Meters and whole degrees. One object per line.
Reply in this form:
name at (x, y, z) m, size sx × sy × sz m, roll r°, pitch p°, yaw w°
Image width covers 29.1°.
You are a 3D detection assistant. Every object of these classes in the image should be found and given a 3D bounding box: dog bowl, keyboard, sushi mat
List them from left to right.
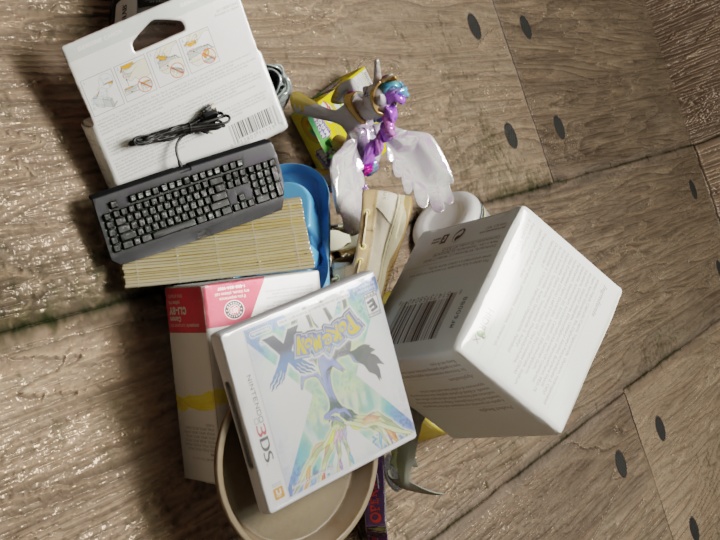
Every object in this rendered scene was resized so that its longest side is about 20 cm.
keyboard at (-0.177, -0.094, 1.407) m, size 0.199 × 0.021 × 0.128 m, roll -21°, pitch 97°, yaw -23°
sushi mat at (-0.151, -0.030, 1.427) m, size 0.012 × 0.199 × 0.096 m, roll 104°, pitch -24°, yaw -54°
dog bowl at (-0.085, -0.027, 1.599) m, size 0.050 × 0.111 × 0.201 m, roll 67°, pitch 19°, yaw -58°

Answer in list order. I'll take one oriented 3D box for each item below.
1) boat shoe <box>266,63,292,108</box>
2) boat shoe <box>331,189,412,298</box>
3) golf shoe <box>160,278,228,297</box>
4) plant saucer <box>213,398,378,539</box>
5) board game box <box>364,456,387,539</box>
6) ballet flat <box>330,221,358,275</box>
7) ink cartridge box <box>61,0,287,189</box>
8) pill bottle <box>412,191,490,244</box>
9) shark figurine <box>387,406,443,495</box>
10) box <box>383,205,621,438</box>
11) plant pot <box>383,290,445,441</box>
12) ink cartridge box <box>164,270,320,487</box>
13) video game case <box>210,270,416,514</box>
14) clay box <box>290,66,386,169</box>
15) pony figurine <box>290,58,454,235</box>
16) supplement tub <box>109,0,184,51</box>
boat shoe at (-0.123, -0.216, 1.674) m, size 0.201 × 0.071 × 0.070 m, roll -29°, pitch 98°, yaw -62°
boat shoe at (0.000, 0.000, 1.598) m, size 0.074 × 0.069 × 0.201 m, roll -77°, pitch -175°, yaw -79°
golf shoe at (-0.167, -0.048, 1.509) m, size 0.094 × 0.077 × 0.201 m, roll 32°, pitch 58°, yaw -53°
plant saucer at (-0.066, 0.186, 1.377) m, size 0.200 × 0.029 × 0.201 m, roll 1°, pitch 88°, yaw -40°
board game box at (0.016, 0.212, 1.638) m, size 0.120 × 0.032 × 0.201 m, roll 72°, pitch 15°, yaw -69°
ballet flat at (-0.032, -0.029, 1.725) m, size 0.200 × 0.073 × 0.073 m, roll 0°, pitch 74°, yaw -60°
ink cartridge box at (-0.193, -0.186, 1.426) m, size 0.200 × 0.044 × 0.174 m, roll -28°, pitch 112°, yaw -20°
pill bottle at (0.170, -0.012, 2.014) m, size 0.200 × 0.112 × 0.112 m, roll 50°, pitch 36°, yaw -34°
shark figurine at (0.069, 0.181, 1.658) m, size 0.128 × 0.089 × 0.215 m, roll -74°, pitch 159°, yaw -81°
box at (0.144, 0.064, 1.558) m, size 0.171 × 0.199 × 0.200 m, roll 39°, pitch 64°, yaw -22°
plant pot at (0.120, 0.103, 1.786) m, size 0.201 × 0.188 × 0.201 m, roll 38°, pitch 42°, yaw -45°
ink cartridge box at (-0.111, 0.107, 1.416) m, size 0.145 × 0.083 × 0.201 m, roll -7°, pitch 92°, yaw -38°
video game case at (-0.041, 0.116, 1.368) m, size 0.200 × 0.022 × 0.183 m, roll -22°, pitch 102°, yaw -38°
clay box at (-0.023, -0.186, 1.852) m, size 0.115 × 0.047 × 0.200 m, roll 63°, pitch 32°, yaw -13°
pony figurine at (0.003, -0.148, 1.671) m, size 0.166 × 0.200 × 0.194 m, roll -18°, pitch 98°, yaw -30°
supplement tub at (-0.212, -0.297, 1.519) m, size 0.122 × 0.122 × 0.201 m, roll 32°, pitch 47°, yaw -49°
